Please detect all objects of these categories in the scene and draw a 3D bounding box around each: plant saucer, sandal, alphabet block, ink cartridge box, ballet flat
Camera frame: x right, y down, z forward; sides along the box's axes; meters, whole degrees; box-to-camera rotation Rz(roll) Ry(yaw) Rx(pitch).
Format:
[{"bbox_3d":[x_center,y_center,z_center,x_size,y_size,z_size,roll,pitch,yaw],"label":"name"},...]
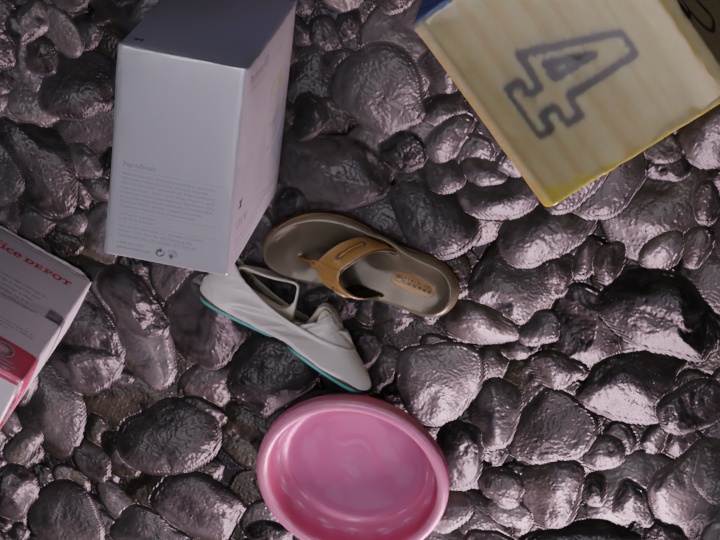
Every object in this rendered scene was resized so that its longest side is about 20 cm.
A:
[{"bbox_3d":[-0.005,0.203,1.844,0.199,0.051,0.202,6,122,9],"label":"plant saucer"},{"bbox_3d":[0.000,0.000,1.753,0.198,0.054,0.081,20,117,2],"label":"sandal"},{"bbox_3d":[0.187,-0.211,1.541,0.196,0.196,0.200,-32,106,25],"label":"alphabet block"},{"bbox_3d":[-0.370,0.049,1.768,0.145,0.200,0.085,29,123,-4],"label":"ink cartridge box"},{"bbox_3d":[-0.064,0.048,1.789,0.199,0.070,0.070,31,117,-3],"label":"ballet flat"}]

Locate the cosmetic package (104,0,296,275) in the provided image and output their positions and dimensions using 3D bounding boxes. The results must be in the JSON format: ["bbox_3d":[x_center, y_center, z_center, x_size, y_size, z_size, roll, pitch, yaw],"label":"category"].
[{"bbox_3d":[-0.142,-0.134,1.637,0.122,0.200,0.202,10,117,7],"label":"cosmetic package"}]
